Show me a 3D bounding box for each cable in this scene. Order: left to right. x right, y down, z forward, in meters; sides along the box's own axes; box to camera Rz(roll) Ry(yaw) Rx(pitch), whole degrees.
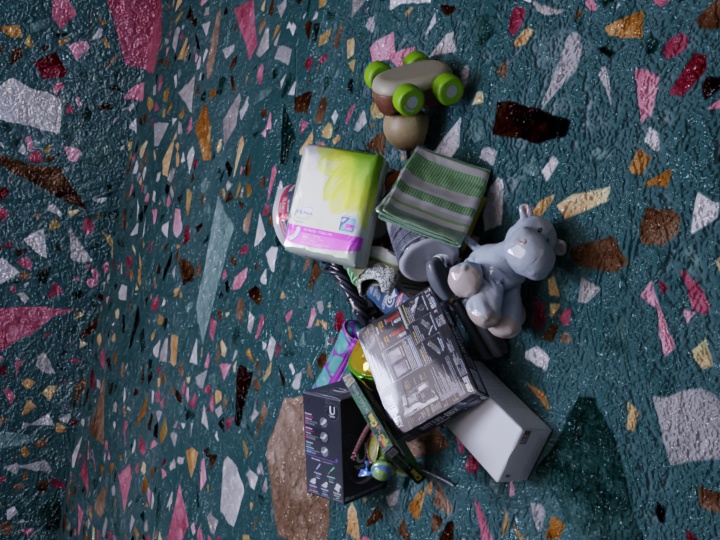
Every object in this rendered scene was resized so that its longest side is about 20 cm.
[{"bbox_3d":[-0.033,0.026,1.713,0.051,0.163,0.200,-36,36,5],"label":"cable"}]

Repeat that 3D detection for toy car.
[{"bbox_3d":[0.103,-0.287,1.614,0.164,0.156,0.202,-127,25,-52],"label":"toy car"}]

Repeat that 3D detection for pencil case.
[{"bbox_3d":[-0.033,0.196,1.725,0.201,0.085,0.092,-64,-7,26],"label":"pencil case"}]

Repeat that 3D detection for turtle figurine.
[{"bbox_3d":[0.088,0.289,1.514,0.199,0.144,0.195,-28,33,19],"label":"turtle figurine"}]

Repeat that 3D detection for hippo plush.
[{"bbox_3d":[0.247,-0.001,1.326,0.160,0.160,0.200,-35,11,28],"label":"hippo plush"}]

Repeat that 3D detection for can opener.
[{"bbox_3d":[0.167,0.062,1.389,0.201,0.066,0.053,56,147,-8],"label":"can opener"}]

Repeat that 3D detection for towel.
[{"bbox_3d":[0.126,-0.130,1.430,0.024,0.151,0.201,100,-165,-45],"label":"towel"}]

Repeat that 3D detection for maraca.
[{"bbox_3d":[0.053,0.146,1.529,0.136,0.200,0.108,5,116,18],"label":"maraca"}]

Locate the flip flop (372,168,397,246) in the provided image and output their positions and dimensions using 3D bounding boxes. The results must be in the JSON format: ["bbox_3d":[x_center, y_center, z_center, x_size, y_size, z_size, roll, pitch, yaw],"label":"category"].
[{"bbox_3d":[0.046,-0.102,1.691,0.057,0.081,0.202,21,96,42],"label":"flip flop"}]

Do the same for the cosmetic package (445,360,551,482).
[{"bbox_3d":[0.205,0.237,1.368,0.200,0.073,0.102,46,121,48],"label":"cosmetic package"}]

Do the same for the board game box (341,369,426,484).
[{"bbox_3d":[0.036,0.252,1.386,0.023,0.105,0.200,-37,35,1],"label":"board game box"}]

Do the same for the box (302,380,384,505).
[{"bbox_3d":[-0.030,0.323,1.622,0.105,0.122,0.202,4,100,43],"label":"box"}]

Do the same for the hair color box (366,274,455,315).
[{"bbox_3d":[0.078,0.046,1.576,0.200,0.099,0.061,44,119,51],"label":"hair color box"}]

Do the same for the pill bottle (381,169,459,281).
[{"bbox_3d":[0.096,-0.087,1.474,0.107,0.105,0.201,-55,34,36],"label":"pill bottle"}]

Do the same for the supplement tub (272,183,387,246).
[{"bbox_3d":[-0.056,-0.110,1.631,0.198,0.140,0.142,-8,76,34],"label":"supplement tub"}]

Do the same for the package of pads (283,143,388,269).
[{"bbox_3d":[-0.046,-0.115,1.505,0.153,0.068,0.202,13,89,24],"label":"package of pads"}]

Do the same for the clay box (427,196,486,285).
[{"bbox_3d":[0.145,-0.066,1.543,0.115,0.047,0.202,46,121,51],"label":"clay box"}]

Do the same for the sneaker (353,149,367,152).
[{"bbox_3d":[-0.012,-0.175,1.766,0.074,0.080,0.202,-44,39,43],"label":"sneaker"}]

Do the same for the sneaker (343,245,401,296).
[{"bbox_3d":[0.000,0.000,1.546,0.199,0.077,0.089,8,74,49],"label":"sneaker"}]

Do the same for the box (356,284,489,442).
[{"bbox_3d":[0.096,0.150,1.375,0.157,0.050,0.201,-34,59,18],"label":"box"}]
